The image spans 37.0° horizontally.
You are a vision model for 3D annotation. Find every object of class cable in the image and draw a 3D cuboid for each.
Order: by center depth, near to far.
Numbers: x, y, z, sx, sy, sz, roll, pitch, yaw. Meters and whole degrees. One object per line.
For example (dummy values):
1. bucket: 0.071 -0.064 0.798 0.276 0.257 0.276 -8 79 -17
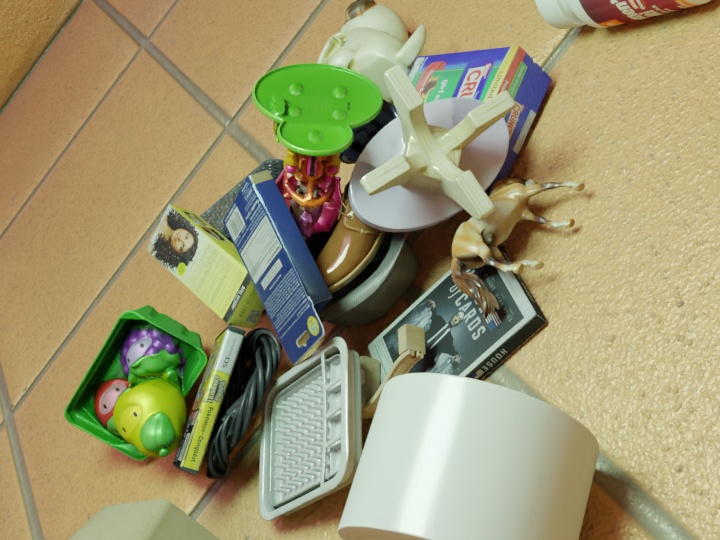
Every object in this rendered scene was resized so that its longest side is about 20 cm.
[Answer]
1. cable: -0.152 0.161 1.335 0.200 0.051 0.163 -61 8 26

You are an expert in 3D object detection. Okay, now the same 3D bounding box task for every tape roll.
1. tape roll: 0.094 0.193 0.936 0.202 0.203 0.140 -8 54 48

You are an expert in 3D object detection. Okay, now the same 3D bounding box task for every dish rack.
1. dish rack: -0.051 0.184 1.219 0.200 0.043 0.172 -37 46 47

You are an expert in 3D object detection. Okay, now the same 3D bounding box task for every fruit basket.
1. fruit basket: -0.303 0.170 1.473 0.216 0.155 0.216 -57 8 13

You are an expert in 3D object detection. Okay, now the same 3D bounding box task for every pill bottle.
1. pill bottle: 0.301 -0.338 1.222 0.200 0.109 0.110 -3 59 50

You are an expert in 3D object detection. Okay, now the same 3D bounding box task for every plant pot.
1. plant pot: -0.252 0.375 1.229 0.200 0.200 0.177 -18 37 42

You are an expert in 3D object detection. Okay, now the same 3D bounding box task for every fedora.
1. fedora: 0.000 0.000 1.316 0.200 0.090 0.177 -33 40 19

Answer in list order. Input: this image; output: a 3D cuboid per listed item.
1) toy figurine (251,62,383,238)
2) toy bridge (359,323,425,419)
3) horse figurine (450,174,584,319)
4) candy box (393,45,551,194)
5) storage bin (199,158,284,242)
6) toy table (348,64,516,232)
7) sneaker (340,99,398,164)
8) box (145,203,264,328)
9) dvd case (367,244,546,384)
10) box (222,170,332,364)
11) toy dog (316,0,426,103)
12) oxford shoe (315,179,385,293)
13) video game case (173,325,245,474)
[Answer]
1. toy figurine: -0.055 -0.114 1.259 0.200 0.150 0.185 -92 6 -52
2. toy bridge: 0.007 0.131 1.217 0.200 0.027 0.067 -39 43 46
3. horse figurine: 0.155 -0.041 1.167 0.132 0.050 0.200 12 54 44
4. candy box: 0.118 -0.184 1.343 0.200 0.077 0.170 10 70 53
5. storage bin: -0.137 -0.039 1.478 0.200 0.135 0.094 -36 37 26
6. toy table: 0.080 -0.128 1.170 0.200 0.184 0.117 -44 -3 -10
7. sneaker: 0.011 -0.168 1.339 0.200 0.074 0.082 13 77 63
8. box: -0.193 -0.007 1.378 0.200 0.050 0.075 35 101 38
9. dvd case: 0.101 0.072 1.191 0.200 0.025 0.150 -44 36 17
10. box: -0.092 0.000 1.241 0.200 0.032 0.121 64 151 13
11. toy dog: 0.012 -0.304 1.517 0.194 0.139 0.200 -52 20 33
12. oxford shoe: -0.005 -0.063 1.246 0.071 0.071 0.200 24 77 49
13. video game case: -0.196 0.168 1.377 0.200 0.025 0.181 145 144 -75
